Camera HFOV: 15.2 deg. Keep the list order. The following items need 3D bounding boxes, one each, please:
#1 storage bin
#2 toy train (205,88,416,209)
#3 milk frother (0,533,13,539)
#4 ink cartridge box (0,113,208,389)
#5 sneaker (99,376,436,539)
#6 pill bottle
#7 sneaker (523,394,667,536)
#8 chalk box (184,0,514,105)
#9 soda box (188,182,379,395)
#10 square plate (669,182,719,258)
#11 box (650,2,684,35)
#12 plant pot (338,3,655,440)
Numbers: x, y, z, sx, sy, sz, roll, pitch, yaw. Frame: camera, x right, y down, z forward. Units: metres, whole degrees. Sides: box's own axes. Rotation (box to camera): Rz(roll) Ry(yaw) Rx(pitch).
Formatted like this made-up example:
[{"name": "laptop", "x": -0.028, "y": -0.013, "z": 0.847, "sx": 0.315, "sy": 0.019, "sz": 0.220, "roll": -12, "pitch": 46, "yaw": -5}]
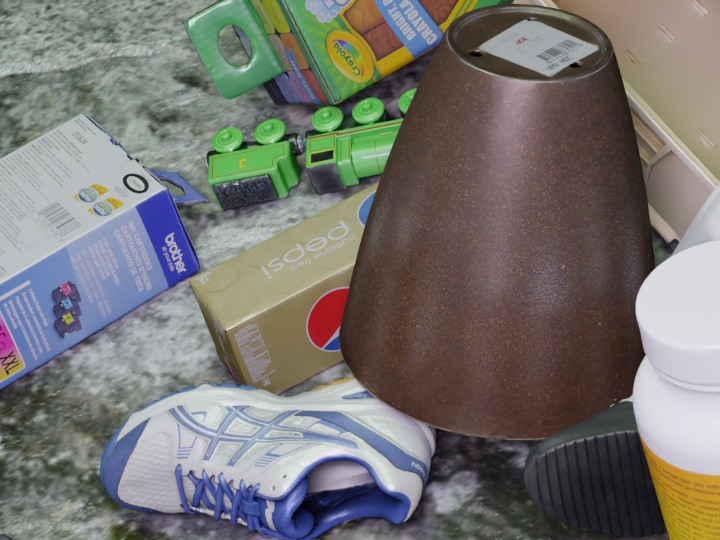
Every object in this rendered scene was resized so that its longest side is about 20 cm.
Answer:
[{"name": "storage bin", "x": 0.219, "y": -0.141, "z": 1.642, "sx": 0.200, "sy": 0.094, "sz": 0.199, "roll": -37, "pitch": 78, "yaw": -23}, {"name": "toy train", "x": -0.009, "y": -0.081, "z": 1.794, "sx": 0.199, "sy": 0.042, "sz": 0.057, "roll": -11, "pitch": 46, "yaw": 12}, {"name": "milk frother", "x": -0.255, "y": 0.232, "z": 1.371, "sx": 0.180, "sy": 0.189, "sz": 0.200, "roll": 3, "pitch": 42, "yaw": 29}, {"name": "ink cartridge box", "x": -0.200, "y": -0.021, "z": 1.770, "sx": 0.200, "sy": 0.077, "sz": 0.136, "roll": -32, "pitch": 38, "yaw": -15}, {"name": "sneaker", "x": -0.057, "y": 0.114, "z": 1.530, "sx": 0.199, "sy": 0.075, "sz": 0.088, "roll": -11, "pitch": 37, "yaw": 13}, {"name": "pill bottle", "x": 0.197, "y": 0.086, "z": 1.339, "sx": 0.111, "sy": 0.200, "sz": 0.111, "roll": -13, "pitch": 36, "yaw": 10}, {"name": "sneaker", "x": 0.181, "y": 0.083, "z": 1.466, "sx": 0.199, "sy": 0.074, "sz": 0.089, "roll": -11, "pitch": 35, "yaw": -5}, {"name": "chalk box", "x": -0.021, "y": -0.191, "z": 1.841, "sx": 0.200, "sy": 0.125, "sz": 0.124, "roll": -33, "pitch": 14, "yaw": -18}, {"name": "soda box", "x": 0.000, "y": 0.000, "z": 1.661, "sx": 0.199, "sy": 0.064, "sz": 0.068, "roll": -27, "pitch": 37, "yaw": -11}, {"name": "square plate", "x": 0.229, "y": -0.066, "z": 1.472, "sx": 0.028, "sy": 0.200, "sz": 0.198, "roll": 36, "pitch": 78, "yaw": 6}, {"name": "box", "x": 0.189, "y": -0.187, "z": 1.805, "sx": 0.095, "sy": 0.078, "sz": 0.200, "roll": -4, "pitch": 39, "yaw": 20}, {"name": "plant pot", "x": 0.087, "y": -0.040, "z": 1.514, "sx": 0.186, "sy": 0.201, "sz": 0.187, "roll": 3, "pitch": 32, "yaw": -2}]
